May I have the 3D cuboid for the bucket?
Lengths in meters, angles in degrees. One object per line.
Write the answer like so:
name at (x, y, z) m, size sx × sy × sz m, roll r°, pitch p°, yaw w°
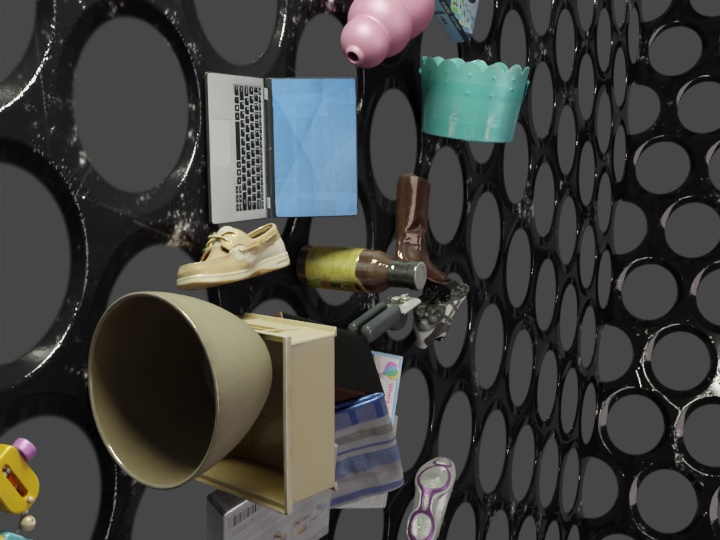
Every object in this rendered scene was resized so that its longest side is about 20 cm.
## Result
bucket at (0.203, -0.315, 1.647) m, size 0.206 × 0.204 × 0.138 m, roll -21°, pitch 121°, yaw -59°

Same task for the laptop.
laptop at (-0.100, -0.162, 1.186) m, size 0.199 × 0.114 × 0.192 m, roll -13°, pitch 104°, yaw -60°

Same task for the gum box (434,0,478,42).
gum box at (0.183, -0.576, 1.734) m, size 0.170 × 0.044 × 0.204 m, roll 38°, pitch 59°, yaw -55°

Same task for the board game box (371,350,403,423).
board game box at (-0.013, 0.222, 1.389) m, size 0.132 × 0.034 × 0.204 m, roll 13°, pitch 80°, yaw -19°

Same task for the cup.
cup at (-0.178, 0.118, 0.974) m, size 0.142 × 0.197 × 0.205 m, roll -8°, pitch 100°, yaw -55°

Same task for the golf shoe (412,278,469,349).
golf shoe at (0.147, 0.079, 1.727) m, size 0.199 × 0.077 × 0.096 m, roll -35°, pitch 140°, yaw -53°

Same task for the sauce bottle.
sauce bottle at (0.000, 0.000, 1.301) m, size 0.064 × 0.197 × 0.066 m, roll -14°, pitch 106°, yaw -57°

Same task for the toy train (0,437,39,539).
toy train at (-0.362, 0.231, 0.817) m, size 0.150 × 0.055 × 0.204 m, roll -22°, pitch 109°, yaw -57°

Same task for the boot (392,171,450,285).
boot at (0.117, -0.076, 1.654) m, size 0.185 × 0.063 × 0.205 m, roll 11°, pitch 79°, yaw -60°

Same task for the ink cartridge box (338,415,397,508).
ink cartridge box at (-0.004, 0.309, 1.489) m, size 0.199 × 0.046 × 0.164 m, roll 28°, pitch 68°, yaw -61°

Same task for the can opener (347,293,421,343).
can opener at (0.046, 0.087, 1.544) m, size 0.199 × 0.052 × 0.068 m, roll -25°, pitch 115°, yaw -58°

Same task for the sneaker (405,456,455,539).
sneaker at (0.130, 0.457, 1.742) m, size 0.101 × 0.074 × 0.202 m, roll 87°, pitch 23°, yaw -51°

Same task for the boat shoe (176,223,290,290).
boat shoe at (-0.165, -0.021, 1.139) m, size 0.199 × 0.073 × 0.071 m, roll -19°, pitch 98°, yaw -60°

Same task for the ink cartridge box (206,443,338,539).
ink cartridge box at (-0.119, 0.333, 1.221) m, size 0.198 × 0.043 × 0.176 m, roll -25°, pitch 134°, yaw -39°

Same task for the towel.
towel at (-0.016, 0.268, 1.304) m, size 0.024 × 0.144 × 0.203 m, roll -110°, pitch -174°, yaw -52°

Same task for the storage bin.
storage bin at (-0.125, 0.162, 1.095) m, size 0.093 × 0.196 × 0.205 m, roll -8°, pitch 100°, yaw -48°

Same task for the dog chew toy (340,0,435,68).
dog chew toy at (0.036, -0.395, 1.416) m, size 0.201 × 0.123 × 0.126 m, roll -57°, pitch 140°, yaw -31°

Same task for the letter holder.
letter holder at (-0.086, 0.153, 1.269) m, size 0.199 × 0.141 × 0.102 m, roll 21°, pitch 43°, yaw -51°
